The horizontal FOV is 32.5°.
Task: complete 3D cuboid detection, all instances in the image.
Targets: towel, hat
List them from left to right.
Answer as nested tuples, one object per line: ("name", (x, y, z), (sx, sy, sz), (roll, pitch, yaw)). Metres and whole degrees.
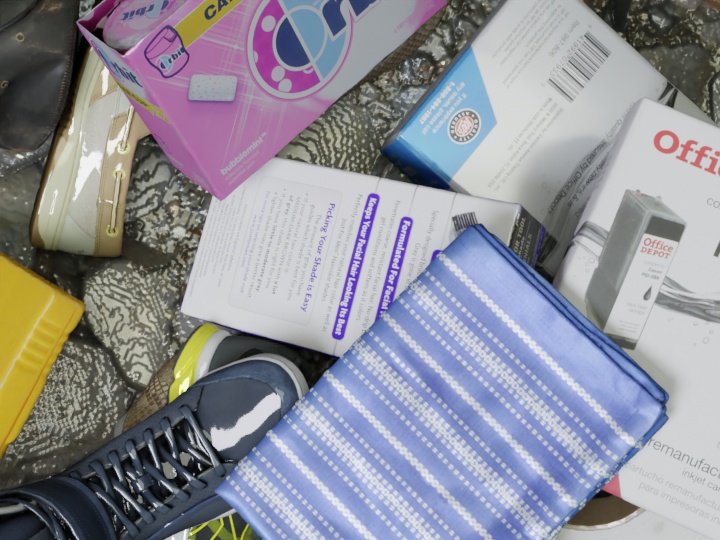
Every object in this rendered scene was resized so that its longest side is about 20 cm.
("hat", (-0.205, -0.126, 0.718), (0.080, 0.200, 0.202), (20, 85, -23))
("towel", (0.042, 0.091, 0.630), (0.145, 0.024, 0.200), (44, 87, 11))

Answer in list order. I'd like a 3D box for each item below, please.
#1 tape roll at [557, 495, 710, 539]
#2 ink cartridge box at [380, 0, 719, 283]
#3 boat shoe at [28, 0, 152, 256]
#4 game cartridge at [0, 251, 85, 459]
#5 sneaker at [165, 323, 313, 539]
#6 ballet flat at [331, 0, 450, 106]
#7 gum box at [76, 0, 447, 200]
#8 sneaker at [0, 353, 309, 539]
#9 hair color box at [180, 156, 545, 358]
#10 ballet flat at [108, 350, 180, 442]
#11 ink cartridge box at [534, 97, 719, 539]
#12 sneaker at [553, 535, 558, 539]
("tape roll", (0.140, 0.108, 0.773), (0.201, 0.037, 0.205), (4, 110, 10))
("ink cartridge box", (0.135, -0.071, 0.802), (0.200, 0.084, 0.145), (41, 84, -5))
("boat shoe", (-0.148, -0.103, 0.763), (0.066, 0.074, 0.202), (16, 107, -18))
("game cartridge", (-0.251, 0.080, 0.705), (0.032, 0.176, 0.201), (35, 82, -42))
("sneaker", (-0.069, 0.135, 0.740), (0.084, 0.074, 0.202), (4, 105, 19))
("ballet flat", (-0.014, -0.148, 0.804), (0.199, 0.046, 0.068), (-39, 93, -8))
("gum box", (-0.048, -0.154, 0.718), (0.200, 0.066, 0.114), (-43, 134, -13))
("sneaker", (-0.124, 0.120, 0.649), (0.202, 0.146, 0.077), (-36, 82, 16))
("hair color box", (0.000, 0.000, 0.746), (0.198, 0.065, 0.110), (13, 85, 26))
("ballet flat", (-0.141, 0.148, 0.764), (0.065, 0.071, 0.202), (4, 83, 10))
("ink cartridge box", (0.176, 0.026, 0.676), (0.146, 0.083, 0.202), (23, 92, 8))
("sneaker", (0.078, 0.216, 0.762), (0.081, 0.075, 0.201), (27, 98, -16))
